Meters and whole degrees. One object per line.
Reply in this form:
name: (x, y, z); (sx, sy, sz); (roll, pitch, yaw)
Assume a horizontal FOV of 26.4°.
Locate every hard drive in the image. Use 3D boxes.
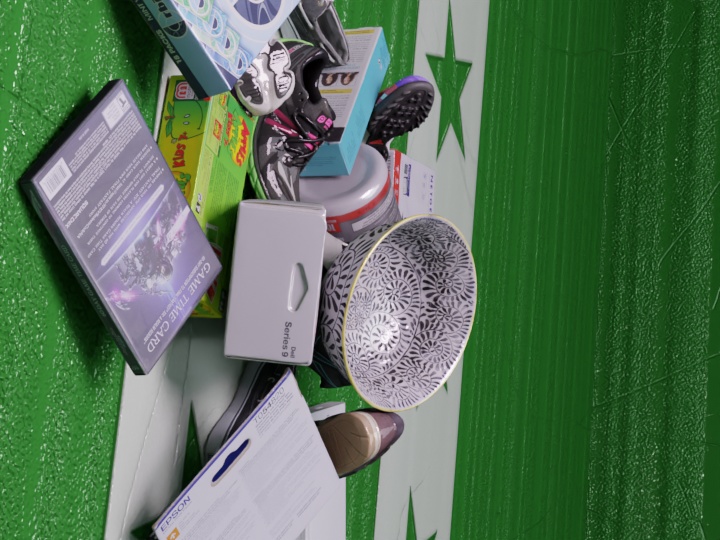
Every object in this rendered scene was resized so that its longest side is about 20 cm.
hard drive: (-0.048, 0.257, 1.756); (0.132, 0.026, 0.201); (-4, 93, -71)

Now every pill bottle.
pill bottle: (-0.006, -0.036, 1.730); (0.116, 0.115, 0.201); (-71, 153, -42)

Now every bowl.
bowl: (0.020, 0.034, 1.550); (0.200, 0.094, 0.202); (-17, 114, -44)

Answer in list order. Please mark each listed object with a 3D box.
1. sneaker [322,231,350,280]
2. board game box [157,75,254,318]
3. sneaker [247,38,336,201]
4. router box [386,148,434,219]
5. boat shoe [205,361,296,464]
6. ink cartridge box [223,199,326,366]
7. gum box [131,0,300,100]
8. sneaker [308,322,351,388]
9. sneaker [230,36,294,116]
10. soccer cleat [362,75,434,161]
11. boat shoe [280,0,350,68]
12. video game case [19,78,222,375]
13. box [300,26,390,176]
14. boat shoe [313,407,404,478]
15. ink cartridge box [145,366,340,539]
sneaker: (0.000, 0.000, 1.637); (0.200, 0.080, 0.074); (38, 35, -41)
board game box: (-0.151, -0.068, 1.416); (0.102, 0.047, 0.201); (50, 45, -63)
sneaker: (-0.070, -0.146, 1.592); (0.077, 0.083, 0.201); (24, 68, -68)
router box: (0.045, -0.045, 1.977); (0.179, 0.049, 0.201); (13, 78, -70)
boat shoe: (-0.097, 0.145, 1.564); (0.200, 0.056, 0.069); (-62, 147, -52)
ink cartridge box: (-0.079, 0.006, 1.459); (0.200, 0.084, 0.147); (-130, -134, -87)
gum box: (-0.129, -0.279, 1.357); (0.170, 0.044, 0.200); (57, 44, -26)
sneaker: (-0.057, 0.057, 1.654); (0.200, 0.079, 0.076); (53, 27, -26)
sneaker: (-0.128, -0.244, 1.470); (0.080, 0.083, 0.201); (-14, 95, -25)
soccer cleat: (0.025, -0.183, 1.780); (0.200, 0.068, 0.074); (131, -45, -58)
boat shoe: (-0.057, -0.297, 1.640); (0.200, 0.071, 0.072); (66, 31, -49)
video game case: (-0.191, -0.035, 1.266); (0.143, 0.019, 0.201); (-59, 135, -43)
box: (-0.030, -0.189, 1.707); (0.049, 0.082, 0.201); (71, 28, -43)
boat shoe: (-0.025, 0.183, 1.585); (0.065, 0.200, 0.072); (-6, 76, -34)
ink cartridge box: (-0.112, 0.210, 1.433); (0.200, 0.040, 0.200); (-48, 144, -25)
